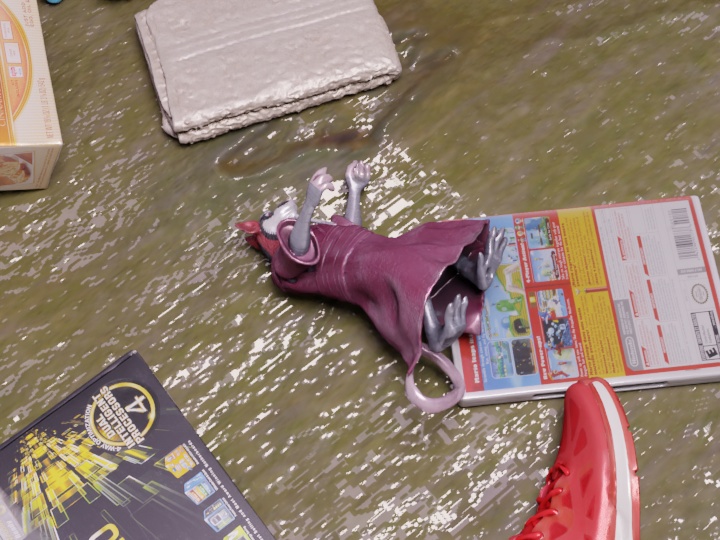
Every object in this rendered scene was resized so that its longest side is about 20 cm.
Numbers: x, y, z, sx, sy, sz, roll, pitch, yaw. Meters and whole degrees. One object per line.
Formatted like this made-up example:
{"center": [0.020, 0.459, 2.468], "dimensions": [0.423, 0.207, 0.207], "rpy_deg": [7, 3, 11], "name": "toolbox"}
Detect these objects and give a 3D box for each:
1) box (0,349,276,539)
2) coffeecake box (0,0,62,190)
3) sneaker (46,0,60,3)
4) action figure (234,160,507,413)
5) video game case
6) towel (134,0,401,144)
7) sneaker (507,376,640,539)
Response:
{"center": [-0.154, 0.176, 0.782], "dimensions": [0.161, 0.049, 0.200], "rpy_deg": [-36, 67, -11], "name": "box"}
{"center": [-0.336, -0.140, 0.890], "dimensions": [0.198, 0.073, 0.155], "rpy_deg": [-5, 67, -27], "name": "coffeecake box"}
{"center": [-0.180, -0.266, 1.010], "dimensions": [0.197, 0.073, 0.083], "rpy_deg": [-3, 78, 7], "name": "sneaker"}
{"center": [0.000, 0.000, 0.854], "dimensions": [0.198, 0.134, 0.151], "rpy_deg": [9, 101, 28], "name": "action figure"}
{"center": [0.160, 0.020, 0.867], "dimensions": [0.197, 0.018, 0.145], "rpy_deg": [-5, 63, -1], "name": "video game case"}
{"center": [-0.076, -0.182, 0.973], "dimensions": [0.198, 0.035, 0.134], "rpy_deg": [-16, 64, -7], "name": "towel"}
{"center": [0.115, 0.163, 0.761], "dimensions": [0.114, 0.079, 0.202], "rpy_deg": [-1, 61, 1], "name": "sneaker"}
